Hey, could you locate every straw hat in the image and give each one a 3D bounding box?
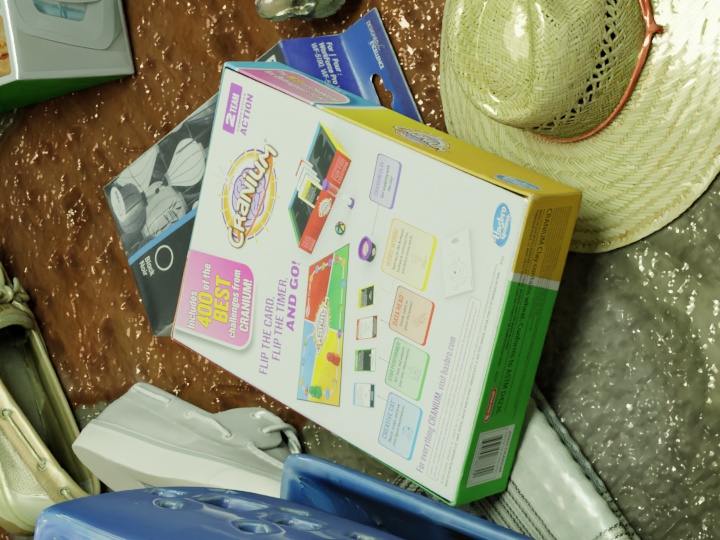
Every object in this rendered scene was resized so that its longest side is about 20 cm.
[{"bbox_3d":[0.086,-0.109,0.808,0.201,0.085,0.201,-2,87,41],"label":"straw hat"}]

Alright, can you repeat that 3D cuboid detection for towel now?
[{"bbox_3d":[0.066,0.178,0.847,0.193,0.035,0.200,-49,60,28],"label":"towel"}]

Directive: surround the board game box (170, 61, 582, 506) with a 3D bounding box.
[{"bbox_3d":[0.000,0.000,0.853,0.200,0.040,0.153,28,113,37],"label":"board game box"}]

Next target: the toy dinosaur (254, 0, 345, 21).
[{"bbox_3d":[0.016,-0.209,0.902,0.200,0.047,0.088,-39,68,27],"label":"toy dinosaur"}]

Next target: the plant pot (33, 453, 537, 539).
[{"bbox_3d":[-0.015,0.196,0.769,0.200,0.180,0.200,15,109,37],"label":"plant pot"}]

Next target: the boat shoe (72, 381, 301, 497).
[{"bbox_3d":[-0.069,0.103,0.947,0.200,0.072,0.069,8,54,47],"label":"boat shoe"}]

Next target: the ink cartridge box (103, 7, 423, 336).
[{"bbox_3d":[-0.054,-0.051,0.956,0.200,0.039,0.099,-35,66,33],"label":"ink cartridge box"}]

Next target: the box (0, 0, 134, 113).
[{"bbox_3d":[-0.247,-0.183,1.076,0.200,0.097,0.177,-8,92,40],"label":"box"}]

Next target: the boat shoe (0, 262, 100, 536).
[{"bbox_3d":[-0.210,0.056,1.065,0.063,0.073,0.201,-27,74,29],"label":"boat shoe"}]
